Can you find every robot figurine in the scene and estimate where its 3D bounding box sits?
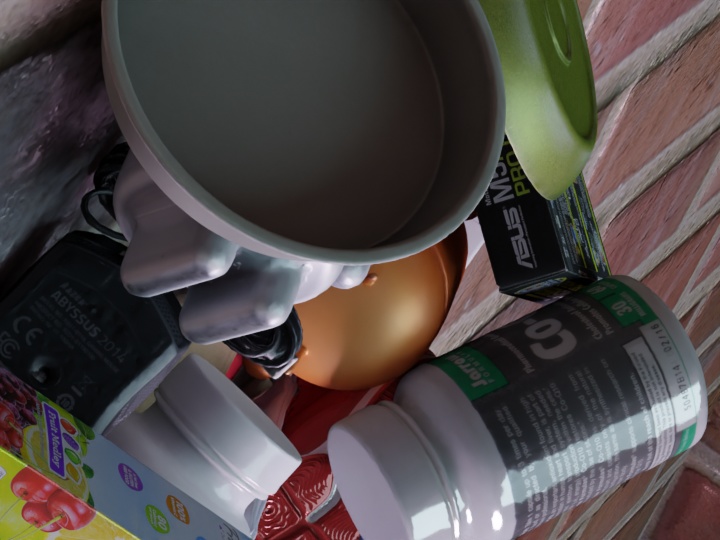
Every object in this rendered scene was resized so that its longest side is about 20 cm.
[{"bbox_3d":[-0.047,-0.064,1.191,0.170,0.113,0.200,45,50,-34],"label":"robot figurine"},{"bbox_3d":[0.001,-0.002,1.470,0.200,0.144,0.117,-61,147,-69],"label":"robot figurine"}]

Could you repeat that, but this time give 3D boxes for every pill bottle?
[{"bbox_3d":[0.090,0.090,1.444,0.200,0.113,0.113,-25,154,-20],"label":"pill bottle"},{"bbox_3d":[-0.128,0.142,1.304,0.200,0.112,0.112,-45,165,2],"label":"pill bottle"}]

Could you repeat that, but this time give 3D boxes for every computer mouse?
[{"bbox_3d":[-0.138,0.046,1.225,0.200,0.139,0.053,-41,179,-18],"label":"computer mouse"}]

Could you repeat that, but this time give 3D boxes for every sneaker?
[{"bbox_3d":[-0.032,0.113,1.529,0.200,0.078,0.116,-35,-157,-6],"label":"sneaker"}]

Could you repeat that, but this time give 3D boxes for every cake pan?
[{"bbox_3d":[-0.029,-0.090,1.119,0.200,0.200,0.037,-43,-177,-36],"label":"cake pan"}]

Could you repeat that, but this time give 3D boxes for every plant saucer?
[{"bbox_3d":[0.098,-0.140,1.417,0.031,0.200,0.200,-14,175,17],"label":"plant saucer"}]

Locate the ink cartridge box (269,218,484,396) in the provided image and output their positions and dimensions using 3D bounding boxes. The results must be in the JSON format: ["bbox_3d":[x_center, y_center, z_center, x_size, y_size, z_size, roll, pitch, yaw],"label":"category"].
[{"bbox_3d":[0.019,0.007,1.632,0.200,0.050,0.109,-56,-166,2],"label":"ink cartridge box"}]

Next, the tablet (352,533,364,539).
[{"bbox_3d":[-0.012,0.129,1.594,0.130,0.014,0.200,-58,-160,-19],"label":"tablet"}]

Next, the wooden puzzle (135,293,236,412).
[{"bbox_3d":[-0.146,0.082,1.366,0.185,0.037,0.200,-10,139,-53],"label":"wooden puzzle"}]

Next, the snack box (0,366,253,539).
[{"bbox_3d":[-0.156,0.158,1.172,0.169,0.200,0.068,-39,-147,18],"label":"snack box"}]

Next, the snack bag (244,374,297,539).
[{"bbox_3d":[-0.116,0.159,1.456,0.189,0.021,0.200,-39,-166,19],"label":"snack bag"}]

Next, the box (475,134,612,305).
[{"bbox_3d":[0.093,-0.082,1.502,0.044,0.200,0.160,-17,172,13],"label":"box"}]

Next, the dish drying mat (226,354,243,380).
[{"bbox_3d":[-0.120,0.068,1.488,0.077,0.018,0.200,-55,166,2],"label":"dish drying mat"}]
